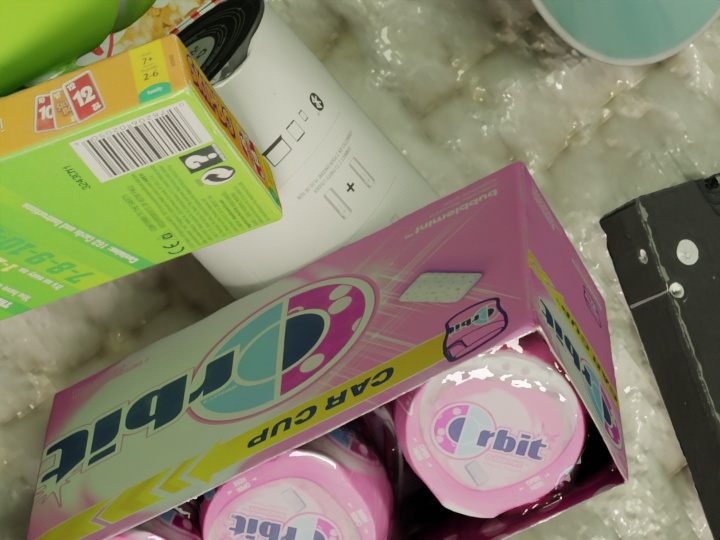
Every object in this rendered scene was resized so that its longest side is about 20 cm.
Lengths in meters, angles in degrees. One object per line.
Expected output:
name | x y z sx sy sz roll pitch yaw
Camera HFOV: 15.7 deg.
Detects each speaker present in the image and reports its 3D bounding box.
speaker | 0.000 0.000 0.932 0.200 0.081 0.081 47 61 -21

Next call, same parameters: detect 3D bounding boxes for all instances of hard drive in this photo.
hard drive | 0.190 0.051 1.054 0.139 0.038 0.201 -18 83 -28

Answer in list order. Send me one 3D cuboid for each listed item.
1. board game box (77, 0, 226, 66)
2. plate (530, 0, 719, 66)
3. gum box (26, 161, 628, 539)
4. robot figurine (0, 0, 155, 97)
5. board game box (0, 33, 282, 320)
board game box | -0.161 -0.134 0.934 0.151 0.046 0.200 -41 95 -29
plate | 0.105 -0.184 1.051 0.199 0.025 0.202 -11 104 -46
gum box | -0.017 0.056 0.853 0.066 0.199 0.114 57 16 -24
robot figurine | -0.140 -0.109 0.843 0.199 0.115 0.176 -31 98 -30
board game box | -0.132 -0.011 0.839 0.199 0.096 0.030 -22 62 7
